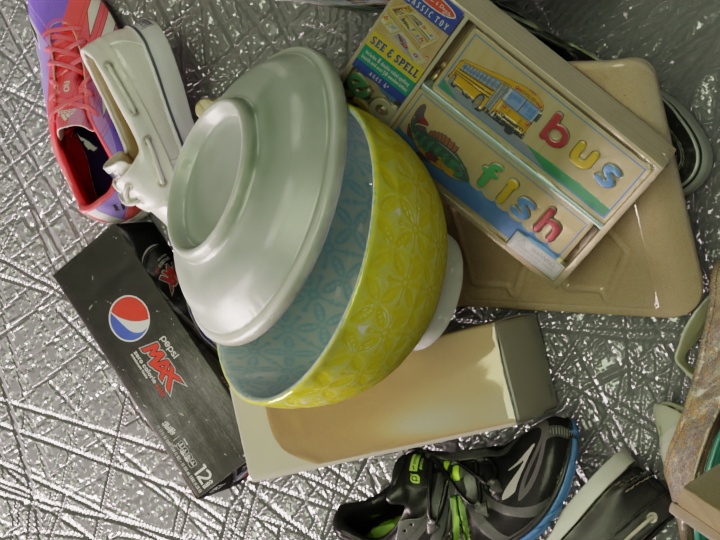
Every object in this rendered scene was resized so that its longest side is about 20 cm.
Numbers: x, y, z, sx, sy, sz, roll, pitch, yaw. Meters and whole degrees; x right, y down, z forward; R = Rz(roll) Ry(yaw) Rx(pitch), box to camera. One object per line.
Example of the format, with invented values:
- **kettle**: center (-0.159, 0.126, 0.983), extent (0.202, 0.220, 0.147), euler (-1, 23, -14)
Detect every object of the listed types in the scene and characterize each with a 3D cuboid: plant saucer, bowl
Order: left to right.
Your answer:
- **plant saucer**: center (-0.079, -0.053, 1.284), extent (0.200, 0.050, 0.201), euler (-36, 46, 49)
- **bowl**: center (0.000, 0.000, 1.279), extent (0.200, 0.108, 0.201), euler (-36, 46, 49)

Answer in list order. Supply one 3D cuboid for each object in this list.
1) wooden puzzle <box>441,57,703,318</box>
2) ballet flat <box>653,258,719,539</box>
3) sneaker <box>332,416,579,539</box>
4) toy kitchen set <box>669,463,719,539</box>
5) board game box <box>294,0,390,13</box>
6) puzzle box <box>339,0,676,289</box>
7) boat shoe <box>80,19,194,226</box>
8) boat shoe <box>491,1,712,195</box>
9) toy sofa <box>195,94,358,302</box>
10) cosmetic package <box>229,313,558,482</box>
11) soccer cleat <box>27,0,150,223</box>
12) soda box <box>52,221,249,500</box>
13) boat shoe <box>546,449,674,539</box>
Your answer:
- **wooden puzzle**: center (0.119, -0.058, 1.320), extent (0.200, 0.046, 0.186), euler (0, 122, 31)
- **ballet flat**: center (0.232, 0.083, 1.318), extent (0.067, 0.068, 0.200), euler (21, 95, 39)
- **sneaker**: center (0.064, 0.154, 1.356), extent (0.199, 0.071, 0.083), euler (-30, 122, 29)
- **toy kitchen set**: center (0.288, 0.083, 1.185), extent (0.200, 0.163, 0.181), euler (35, 109, 63)
- **board game box**: center (0.060, -0.211, 1.320), extent (0.200, 0.148, 0.064), euler (-3, 92, 21)
- **puzzle box**: center (0.085, -0.092, 1.267), extent (0.200, 0.025, 0.133), euler (38, 133, 2)
- **boat shoe**: center (-0.149, -0.075, 1.428), extent (0.070, 0.071, 0.200), euler (-21, 101, -21)
- **boat shoe**: center (0.142, -0.112, 1.336), extent (0.200, 0.064, 0.071), euler (34, 104, 17)
- **toy sofa**: center (-0.044, -0.037, 1.404), extent (0.097, 0.083, 0.200), euler (-31, 81, 19)
- **cosmetic package**: center (0.024, 0.087, 1.373), extent (0.200, 0.105, 0.071), euler (-14, 87, 20)
- **soccer cleat**: center (-0.205, -0.131, 1.468), extent (0.068, 0.073, 0.200), euler (-19, 86, 21)
- **soda box**: center (-0.135, 0.062, 1.455), extent (0.071, 0.063, 0.200), euler (-38, 79, 18)
- **boat shoe**: center (0.137, 0.214, 1.352), extent (0.060, 0.074, 0.200), euler (41, 99, 18)
